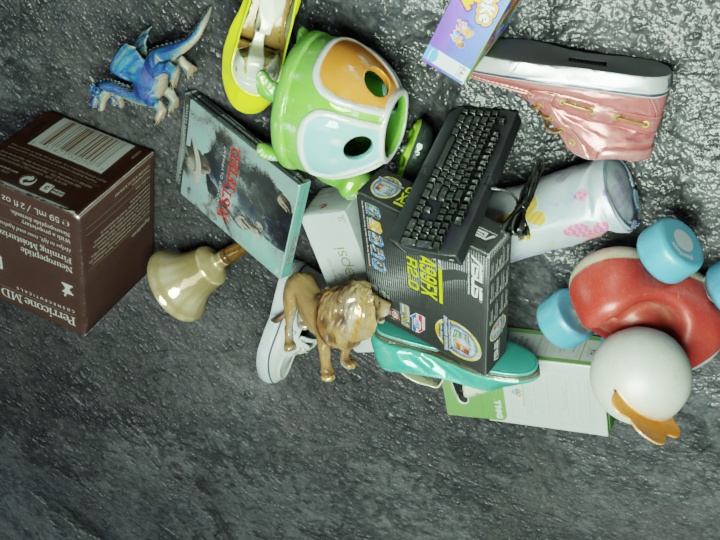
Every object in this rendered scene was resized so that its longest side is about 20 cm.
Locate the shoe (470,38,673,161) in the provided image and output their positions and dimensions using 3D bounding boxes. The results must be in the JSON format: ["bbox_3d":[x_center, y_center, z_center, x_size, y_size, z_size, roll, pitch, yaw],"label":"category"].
[{"bbox_3d":[0.188,-0.161,0.907,0.200,0.072,0.091,12,123,14],"label":"shoe"}]

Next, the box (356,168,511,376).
[{"bbox_3d":[0.078,0.005,0.994,0.160,0.044,0.200,29,148,27],"label":"box"}]

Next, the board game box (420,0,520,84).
[{"bbox_3d":[0.132,-0.274,0.810,0.045,0.135,0.200,32,133,3],"label":"board game box"}]

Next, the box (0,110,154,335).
[{"bbox_3d":[-0.375,-0.062,1.211,0.166,0.164,0.200,21,131,12],"label":"box"}]

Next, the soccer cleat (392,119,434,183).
[{"bbox_3d":[0.071,-0.078,1.045,0.081,0.068,0.200,9,132,3],"label":"soccer cleat"}]

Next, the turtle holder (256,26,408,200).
[{"bbox_3d":[-0.026,-0.148,0.979,0.131,0.141,0.186,18,117,15],"label":"turtle holder"}]

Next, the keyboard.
[{"bbox_3d":[0.116,-0.086,0.918,0.127,0.200,0.021,13,145,19],"label":"keyboard"}]

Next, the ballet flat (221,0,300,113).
[{"bbox_3d":[-0.100,-0.240,0.965,0.067,0.067,0.200,12,124,-14],"label":"ballet flat"}]

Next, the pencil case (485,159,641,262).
[{"bbox_3d":[0.185,-0.056,0.980,0.200,0.091,0.083,-17,85,33],"label":"pencil case"}]

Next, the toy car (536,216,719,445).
[{"bbox_3d":[0.288,0.089,0.934,0.177,0.200,0.184,24,141,-22],"label":"toy car"}]

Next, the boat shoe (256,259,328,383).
[{"bbox_3d":[-0.085,0.080,1.229,0.067,0.074,0.200,24,131,13],"label":"boat shoe"}]

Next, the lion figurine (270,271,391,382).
[{"bbox_3d":[-0.049,0.046,1.093,0.200,0.072,0.123,25,126,44],"label":"lion figurine"}]

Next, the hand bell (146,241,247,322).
[{"bbox_3d":[-0.164,-0.023,1.204,0.200,0.104,0.104,-29,108,26],"label":"hand bell"}]

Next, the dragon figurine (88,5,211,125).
[{"bbox_3d":[-0.246,-0.237,1.084,0.099,0.059,0.200,37,134,-3],"label":"dragon figurine"}]

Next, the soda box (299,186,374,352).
[{"bbox_3d":[0.000,0.000,1.129,0.064,0.068,0.200,-4,122,30],"label":"soda box"}]

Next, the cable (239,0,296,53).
[{"bbox_3d":[-0.108,-0.294,0.998,0.097,0.050,0.200,-27,122,21],"label":"cable"}]

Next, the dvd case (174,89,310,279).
[{"bbox_3d":[-0.144,-0.100,1.116,0.200,0.022,0.146,41,137,24],"label":"dvd case"}]

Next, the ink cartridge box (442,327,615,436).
[{"bbox_3d":[0.199,0.127,1.128,0.199,0.059,0.104,4,125,25],"label":"ink cartridge box"}]

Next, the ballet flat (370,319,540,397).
[{"bbox_3d":[0.107,0.106,1.085,0.200,0.067,0.071,13,128,18],"label":"ballet flat"}]
